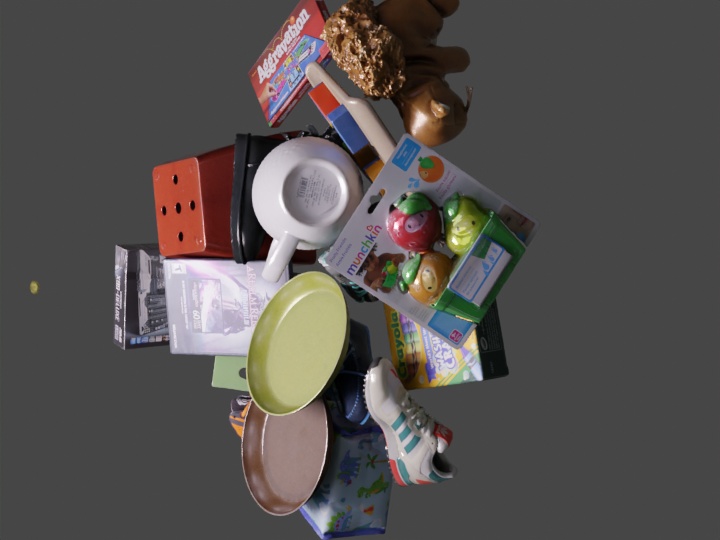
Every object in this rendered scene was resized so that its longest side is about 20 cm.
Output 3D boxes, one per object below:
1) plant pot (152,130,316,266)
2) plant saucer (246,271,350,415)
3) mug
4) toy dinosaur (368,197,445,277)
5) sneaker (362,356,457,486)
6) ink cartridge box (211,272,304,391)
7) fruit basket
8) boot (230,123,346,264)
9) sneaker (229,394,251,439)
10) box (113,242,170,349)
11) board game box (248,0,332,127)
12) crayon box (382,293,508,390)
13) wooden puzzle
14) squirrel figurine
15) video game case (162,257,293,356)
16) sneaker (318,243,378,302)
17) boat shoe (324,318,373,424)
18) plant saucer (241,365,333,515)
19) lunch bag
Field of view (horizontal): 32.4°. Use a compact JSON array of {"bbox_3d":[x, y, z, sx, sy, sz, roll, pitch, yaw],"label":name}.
[{"bbox_3d":[-0.200,-0.098,1.861,0.199,0.175,0.202,-5,91,51],"label":"plant pot"},{"bbox_3d":[-0.078,0.101,1.660,0.199,0.031,0.202,-27,51,38],"label":"plant saucer"},{"bbox_3d":[-0.077,-0.077,1.614,0.201,0.147,0.175,-64,8,-1],"label":"mug"},{"bbox_3d":[0.050,-0.066,1.612,0.200,0.102,0.078,35,120,42],"label":"toy dinosaur"},{"bbox_3d":[0.072,0.195,1.606,0.093,0.070,0.201,-4,119,26],"label":"sneaker"},{"bbox_3d":[-0.144,0.097,1.844,0.048,0.144,0.202,-92,10,-74],"label":"ink cartridge box"},{"bbox_3d":[0.088,-0.033,1.474,0.186,0.199,0.094,-56,11,1],"label":"fruit basket"},{"bbox_3d":[-0.098,-0.106,1.740,0.073,0.161,0.200,60,-148,-84],"label":"boot"},{"bbox_3d":[-0.139,0.194,1.847,0.111,0.078,0.202,14,118,7],"label":"sneaker"},{"bbox_3d":[-0.292,0.036,1.972,0.050,0.199,0.159,20,109,55],"label":"box"},{"bbox_3d":[-0.099,-0.312,1.835,0.200,0.019,0.104,-45,59,44],"label":"board game box"},{"bbox_3d":[0.098,0.087,1.610,0.199,0.051,0.127,-15,82,51],"label":"crayon box"},{"bbox_3d":[0.000,-0.165,1.584,0.186,0.046,0.200,55,176,-30],"label":"wooden puzzle"},{"bbox_3d":[0.046,-0.240,1.519,0.141,0.199,0.188,-36,58,42],"label":"squirrel figurine"},{"bbox_3d":[-0.189,0.054,1.793,0.198,0.019,0.144,1,103,19],"label":"video game case"},{"bbox_3d":[0.000,0.000,1.651,0.077,0.200,0.092,-35,87,4],"label":"sneaker"},{"bbox_3d":[-0.024,0.136,1.689,0.085,0.068,0.200,-59,22,20],"label":"boat shoe"},{"bbox_3d":[-0.095,0.232,1.688,0.199,0.032,0.202,-17,69,50],"label":"plant saucer"},{"bbox_3d":[-0.040,0.257,1.753,0.200,0.126,0.172,40,123,59],"label":"lunch bag"}]
